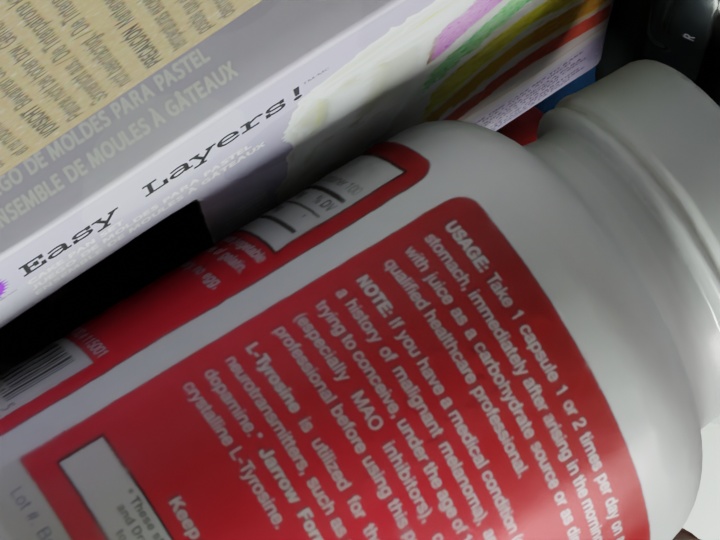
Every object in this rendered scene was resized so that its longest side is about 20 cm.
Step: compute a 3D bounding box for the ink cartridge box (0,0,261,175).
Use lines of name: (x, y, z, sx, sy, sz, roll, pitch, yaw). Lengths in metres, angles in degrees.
ink cartridge box: (-0.063, -0.065, 0.325, 0.164, 0.075, 0.200, -33, 171, -1)

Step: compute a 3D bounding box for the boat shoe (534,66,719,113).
boat shoe: (0.133, -0.090, 0.922, 0.199, 0.085, 0.069, -19, 180, 8)

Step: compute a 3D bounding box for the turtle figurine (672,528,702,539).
turtle figurine: (0.044, 0.059, 0.757, 0.199, 0.065, 0.161, -35, -152, -3)

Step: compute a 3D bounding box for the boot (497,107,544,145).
boot: (0.000, 0.000, 0.824, 0.144, 0.073, 0.200, -35, -171, 0)

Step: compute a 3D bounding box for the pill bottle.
pill bottle: (0.002, 0.038, 0.651, 0.199, 0.113, 0.112, -31, 170, -12)

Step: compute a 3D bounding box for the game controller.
game controller: (0.089, -0.084, 0.731, 0.200, 0.042, 0.105, 84, 26, -79)

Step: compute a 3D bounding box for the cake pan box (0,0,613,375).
cake pan box: (-0.033, -0.036, 0.658, 0.199, 0.052, 0.184, -33, 169, -6)

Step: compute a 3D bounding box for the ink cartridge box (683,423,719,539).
ink cartridge box: (0.101, 0.010, 0.944, 0.145, 0.085, 0.200, -12, -159, 31)
